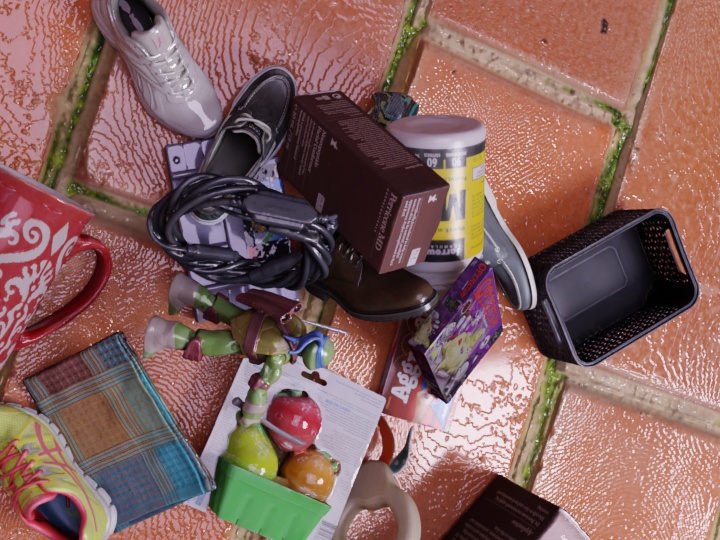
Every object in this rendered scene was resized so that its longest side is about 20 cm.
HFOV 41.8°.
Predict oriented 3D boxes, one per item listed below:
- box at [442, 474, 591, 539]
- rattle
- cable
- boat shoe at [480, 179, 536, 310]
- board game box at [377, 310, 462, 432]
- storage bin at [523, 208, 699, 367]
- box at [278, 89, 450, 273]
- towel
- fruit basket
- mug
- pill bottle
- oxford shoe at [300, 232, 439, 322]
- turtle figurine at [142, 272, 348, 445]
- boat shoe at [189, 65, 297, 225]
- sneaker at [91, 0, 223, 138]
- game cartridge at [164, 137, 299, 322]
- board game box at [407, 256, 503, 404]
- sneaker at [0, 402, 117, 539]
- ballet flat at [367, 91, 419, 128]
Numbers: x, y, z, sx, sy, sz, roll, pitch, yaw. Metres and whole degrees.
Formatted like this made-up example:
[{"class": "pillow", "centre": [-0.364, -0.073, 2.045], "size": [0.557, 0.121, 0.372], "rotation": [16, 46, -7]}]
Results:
[{"class": "box", "centre": [0.187, 0.388, 1.130], "size": [0.200, 0.166, 0.164], "rotation": [-46, 105, -11]}, {"class": "rattle", "centre": [0.041, 0.296, 1.137], "size": [0.142, 0.129, 0.202], "rotation": [35, 50, -33]}, {"class": "cable", "centre": [-0.126, -0.036, 0.996], "size": [0.197, 0.164, 0.051], "rotation": [8, 59, -10]}, {"class": "boat shoe", "centre": [0.149, -0.034, 1.152], "size": [0.061, 0.073, 0.202], "rotation": [-28, 94, -16]}, {"class": "board game box", "centre": [0.091, 0.089, 1.165], "size": [0.102, 0.019, 0.203], "rotation": [18, 87, -17]}, {"class": "storage bin", "centre": [0.309, 0.019, 1.194], "size": [0.198, 0.094, 0.137], "rotation": [-28, 100, -16]}, {"class": "box", "centre": [-0.002, -0.099, 1.014], "size": [0.074, 0.200, 0.101], "rotation": [-16, 137, -38]}, {"class": "towel", "centre": [-0.262, 0.179, 1.017], "size": [0.145, 0.022, 0.202], "rotation": [-25, 101, 19]}, {"class": "fruit basket", "centre": [-0.086, 0.204, 1.086], "size": [0.183, 0.094, 0.202], "rotation": [26, 74, -17]}, {"class": "mug", "centre": [-0.358, 0.010, 0.962], "size": [0.176, 0.133, 0.202], "rotation": [28, 87, -15]}, {"class": "pill bottle", "centre": [0.084, -0.067, 1.070], "size": [0.113, 0.114, 0.203], "rotation": [-9, 112, -17]}, {"class": "oxford shoe", "centre": [0.000, 0.000, 1.031], "size": [0.072, 0.198, 0.085], "rotation": [-36, 128, -35]}, {"class": "turtle figurine", "centre": [-0.124, 0.091, 1.015], "size": [0.191, 0.200, 0.146], "rotation": [18, 81, 6]}, {"class": "boat shoe", "centre": [-0.122, -0.139, 1.030], "size": [0.071, 0.071, 0.202], "rotation": [28, 77, -12]}, {"class": "sneaker", "centre": [-0.217, -0.227, 1.011], "size": [0.078, 0.099, 0.201], "rotation": [-41, 103, -12]}, {"class": "game cartridge", "centre": [-0.144, -0.052, 1.078], "size": [0.128, 0.038, 0.203], "rotation": [-11, 95, -13]}, {"class": "board game box", "centre": [0.113, 0.074, 1.072], "size": [0.032, 0.200, 0.121], "rotation": [30, 77, 22]}, {"class": "sneaker", "centre": [-0.338, 0.217, 0.982], "size": [0.200, 0.090, 0.078], "rotation": [44, 95, -4]}, {"class": "ballet flat", "centre": [0.007, -0.117, 1.114], "size": [0.073, 0.074, 0.203], "rotation": [22, 83, -17]}]
